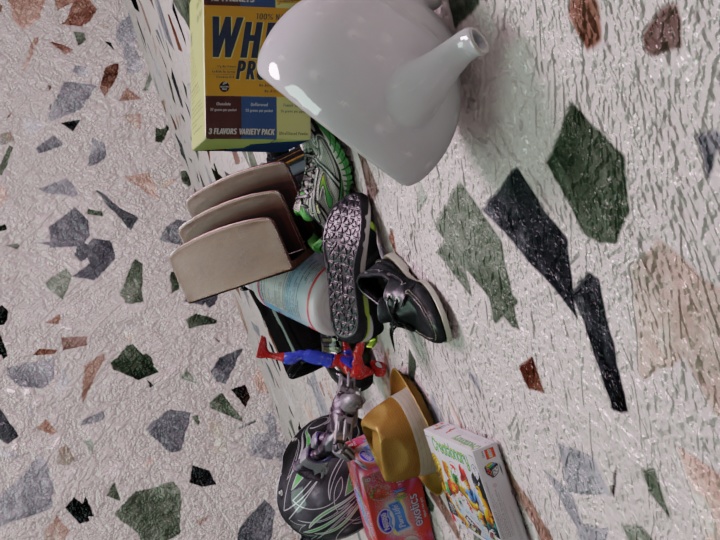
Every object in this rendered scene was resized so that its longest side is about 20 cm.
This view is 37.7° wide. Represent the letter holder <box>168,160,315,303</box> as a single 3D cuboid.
[{"bbox_3d":[-0.177,-0.058,1.502,0.101,0.198,0.144,-42,-69,-56],"label":"letter holder"}]

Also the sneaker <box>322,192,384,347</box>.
[{"bbox_3d":[0.000,0.000,1.394,0.071,0.082,0.204,3,92,40],"label":"sneaker"}]

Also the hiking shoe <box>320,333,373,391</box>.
[{"bbox_3d":[-0.035,0.097,1.680,0.101,0.075,0.202,84,163,-57],"label":"hiking shoe"}]

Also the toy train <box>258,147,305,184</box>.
[{"bbox_3d":[-0.098,-0.102,1.653,0.114,0.084,0.203,37,146,51],"label":"toy train"}]

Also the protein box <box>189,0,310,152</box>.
[{"bbox_3d":[-0.146,-0.263,1.364,0.198,0.132,0.204,-173,82,-76],"label":"protein box"}]

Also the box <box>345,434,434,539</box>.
[{"bbox_3d":[0.047,0.362,1.681,0.103,0.093,0.203,-129,23,-60],"label":"box"}]

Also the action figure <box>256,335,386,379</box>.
[{"bbox_3d":[-0.051,0.109,1.610,0.065,0.197,0.101,85,-161,-86],"label":"action figure"}]

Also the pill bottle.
[{"bbox_3d":[-0.094,0.017,1.593,0.198,0.108,0.110,22,135,43],"label":"pill bottle"}]

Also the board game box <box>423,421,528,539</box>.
[{"bbox_3d":[0.137,0.258,1.276,0.200,0.034,0.128,173,79,-77],"label":"board game box"}]

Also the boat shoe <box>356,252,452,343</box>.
[{"bbox_3d":[0.046,0.039,1.264,0.200,0.065,0.075,-128,22,-55],"label":"boat shoe"}]

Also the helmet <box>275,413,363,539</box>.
[{"bbox_3d":[-0.046,0.361,1.806,0.192,0.196,0.203,-84,-16,-58],"label":"helmet"}]

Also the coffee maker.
[{"bbox_3d":[-0.117,0.066,1.819,0.202,0.133,0.192,60,175,17],"label":"coffee maker"}]

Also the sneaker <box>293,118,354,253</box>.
[{"bbox_3d":[-0.052,-0.112,1.421,0.078,0.084,0.203,-137,31,-63],"label":"sneaker"}]

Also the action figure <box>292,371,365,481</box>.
[{"bbox_3d":[-0.034,0.237,1.581,0.201,0.069,0.131,121,170,-46],"label":"action figure"}]

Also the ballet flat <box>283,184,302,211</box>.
[{"bbox_3d":[-0.124,-0.085,1.564,0.199,0.073,0.074,-29,78,34],"label":"ballet flat"}]

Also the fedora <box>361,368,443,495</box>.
[{"bbox_3d":[0.053,0.239,1.495,0.200,0.081,0.204,160,91,-77],"label":"fedora"}]

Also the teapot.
[{"bbox_3d":[0.016,-0.181,0.910,0.199,0.147,0.197,38,-174,14],"label":"teapot"}]
